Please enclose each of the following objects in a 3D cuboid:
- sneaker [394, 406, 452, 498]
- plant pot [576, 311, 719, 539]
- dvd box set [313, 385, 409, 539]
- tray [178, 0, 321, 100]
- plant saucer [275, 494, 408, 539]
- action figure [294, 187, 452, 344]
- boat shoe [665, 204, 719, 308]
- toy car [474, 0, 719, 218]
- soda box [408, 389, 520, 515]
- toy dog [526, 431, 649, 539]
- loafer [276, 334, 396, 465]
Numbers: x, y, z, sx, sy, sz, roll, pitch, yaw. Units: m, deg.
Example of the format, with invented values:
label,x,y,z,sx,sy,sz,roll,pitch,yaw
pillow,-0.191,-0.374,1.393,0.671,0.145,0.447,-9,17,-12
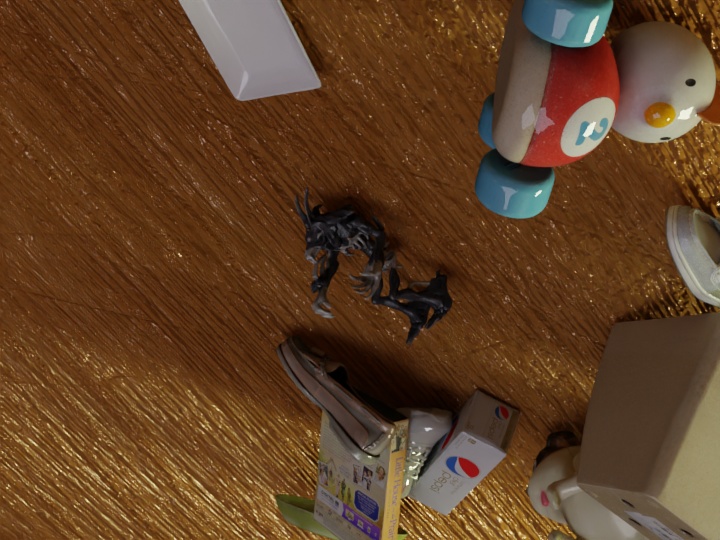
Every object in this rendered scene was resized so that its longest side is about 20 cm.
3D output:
label,x,y,z,sx,sy,sz,roll,pitch,yaw
sneaker,0.061,0.237,1.374,0.078,0.100,0.200,9,152,-22
plant pot,0.330,0.175,1.049,0.199,0.177,0.200,37,163,-12
dvd box set,-0.002,0.256,1.374,0.146,0.029,0.201,22,113,48
tray,-0.116,-0.250,1.005,0.107,0.022,0.200,-4,132,32
plant saucer,-0.031,0.364,1.551,0.199,0.031,0.200,16,172,2
action figure,0.000,0.000,1.156,0.200,0.102,0.119,35,152,-13
boat shoe,0.350,0.004,0.988,0.065,0.075,0.202,-27,121,39
toy car,0.206,-0.142,0.841,0.199,0.177,0.185,11,129,0
soda box,0.128,0.234,1.368,0.063,0.068,0.200,27,141,-1
toy dog,0.284,0.252,1.244,0.199,0.194,0.140,8,123,46
loafer,-0.026,0.145,1.319,0.063,0.072,0.200,-49,60,15
